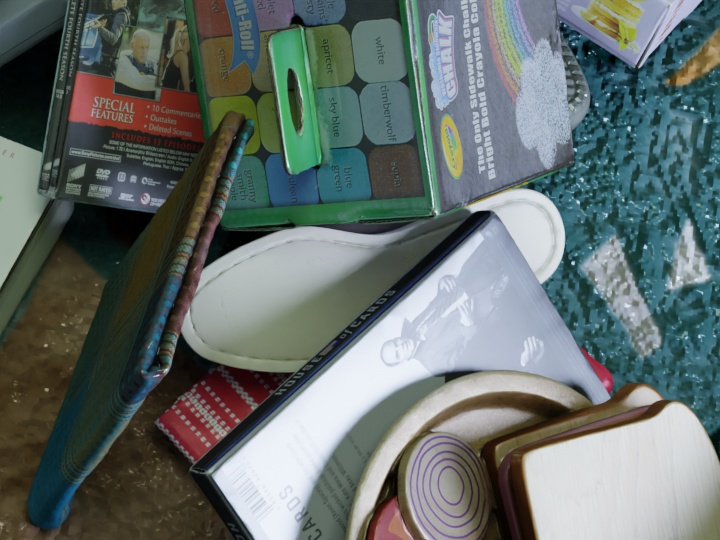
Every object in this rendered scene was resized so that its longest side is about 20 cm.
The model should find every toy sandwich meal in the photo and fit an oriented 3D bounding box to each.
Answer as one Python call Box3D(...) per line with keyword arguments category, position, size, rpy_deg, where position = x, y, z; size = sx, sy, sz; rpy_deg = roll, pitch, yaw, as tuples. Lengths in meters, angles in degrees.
Box3D(category="toy sandwich meal", position=(0.087, 0.138, 1.319), size=(0.204, 0.070, 0.207), rpy_deg=(4, 83, -32))

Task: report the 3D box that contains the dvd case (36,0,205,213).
Box3D(category="dvd case", position=(-0.081, -0.126, 1.399), size=(0.145, 0.022, 0.201), rpy_deg=(7, 95, -40))

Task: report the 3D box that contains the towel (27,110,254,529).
Box3D(category="towel", position=(-0.103, 0.028, 1.308), size=(0.022, 0.200, 0.147), rpy_deg=(23, 60, -11))

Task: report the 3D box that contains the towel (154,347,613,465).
Box3D(category="towel", position=(0.015, 0.066, 1.408), size=(0.200, 0.023, 0.145), rpy_deg=(-39, 75, -25))

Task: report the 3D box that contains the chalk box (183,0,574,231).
Box3D(category="chalk box", position=(0.000, -0.090, 1.334), size=(0.200, 0.123, 0.125), rpy_deg=(-20, 105, -58))

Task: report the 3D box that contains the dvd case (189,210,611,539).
Box3D(category="dvd case", position=(0.031, 0.090, 1.349), size=(0.200, 0.025, 0.151), rpy_deg=(-41, 110, -23))

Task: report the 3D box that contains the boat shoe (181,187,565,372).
Box3D(category="boat shoe", position=(0.000, 0.000, 1.394), size=(0.199, 0.059, 0.072), rpy_deg=(-16, 104, -15))

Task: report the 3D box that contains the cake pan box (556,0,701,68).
Box3D(category="cake pan box", position=(0.117, -0.210, 1.523), size=(0.184, 0.052, 0.200), rpy_deg=(36, 38, 7))

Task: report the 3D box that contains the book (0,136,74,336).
Box3D(category="book", position=(-0.243, 0.012, 1.379), size=(0.133, 0.048, 0.201), rpy_deg=(22, 61, 8))

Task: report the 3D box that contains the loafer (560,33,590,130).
Box3D(category="loafer", position=(0.059, -0.129, 1.492), size=(0.075, 0.070, 0.201), rpy_deg=(8, 43, -24))

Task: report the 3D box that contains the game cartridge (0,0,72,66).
Box3D(category="game cartridge", position=(-0.219, -0.173, 1.438), size=(0.133, 0.041, 0.200), rpy_deg=(-29, 54, 1))
